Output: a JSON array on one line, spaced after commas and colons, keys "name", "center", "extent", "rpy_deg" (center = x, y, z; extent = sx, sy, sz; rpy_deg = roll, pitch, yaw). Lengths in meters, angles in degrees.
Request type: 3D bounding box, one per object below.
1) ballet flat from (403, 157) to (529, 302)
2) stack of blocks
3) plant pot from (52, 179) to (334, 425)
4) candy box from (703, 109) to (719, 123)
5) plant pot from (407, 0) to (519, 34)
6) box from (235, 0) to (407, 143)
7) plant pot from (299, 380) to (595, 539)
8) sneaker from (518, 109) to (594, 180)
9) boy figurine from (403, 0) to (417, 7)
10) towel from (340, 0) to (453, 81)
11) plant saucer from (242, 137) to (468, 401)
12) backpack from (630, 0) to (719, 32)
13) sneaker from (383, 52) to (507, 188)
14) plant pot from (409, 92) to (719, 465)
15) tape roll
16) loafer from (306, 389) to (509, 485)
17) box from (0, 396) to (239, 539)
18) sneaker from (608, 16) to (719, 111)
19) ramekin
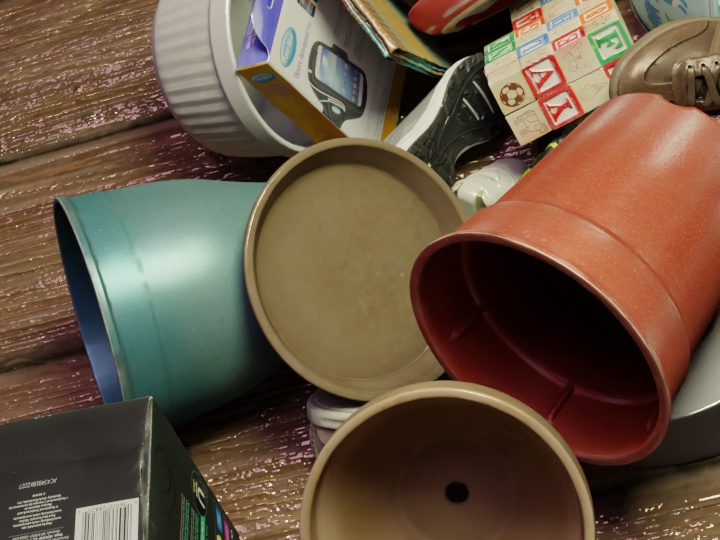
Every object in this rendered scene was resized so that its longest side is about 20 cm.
[{"name": "ballet flat", "center": [0.084, -0.031, 1.309], "extent": [0.069, 0.070, 0.200], "rpy_deg": [19, 60, 29]}, {"name": "stack of blocks", "center": [0.166, -0.186, 1.349], "extent": [0.115, 0.059, 0.200], "rpy_deg": [-27, 20, 14]}, {"name": "plant pot", "center": [-0.124, 0.016, 1.267], "extent": [0.187, 0.201, 0.200], "rpy_deg": [-16, 47, -16]}, {"name": "candy box", "center": [0.321, -0.103, 1.253], "extent": [0.199, 0.057, 0.117], "rpy_deg": [-9, 22, -2]}, {"name": "plant pot", "center": [0.090, -0.318, 1.398], "extent": [0.200, 0.200, 0.183], "rpy_deg": [-29, 90, -7]}, {"name": "box", "center": [-0.035, -0.181, 1.369], "extent": [0.041, 0.200, 0.120], "rpy_deg": [-9, 57, 37]}, {"name": "plant pot", "center": [0.063, 0.167, 1.111], "extent": [0.200, 0.202, 0.093], "rpy_deg": [-8, 10, 12]}, {"name": "sneaker", "center": [0.189, -0.095, 1.336], "extent": [0.076, 0.075, 0.200], "rpy_deg": [36, 54, -4]}, {"name": "boy figurine", "center": [0.114, -0.319, 1.532], "extent": [0.200, 0.065, 0.124], "rpy_deg": [-38, 51, -12]}, {"name": "towel", "center": [0.013, -0.225, 1.384], "extent": [0.022, 0.200, 0.147], "rpy_deg": [-41, 78, 14]}, {"name": "plant saucer", "center": [0.000, 0.000, 1.216], "extent": [0.200, 0.200, 0.029], "rpy_deg": [-53, 14, -24]}, {"name": "backpack", "center": [0.301, -0.265, 1.351], "extent": [0.146, 0.184, 0.200], "rpy_deg": [-27, 43, -5]}, {"name": "sneaker", "center": [0.060, -0.116, 1.383], "extent": [0.079, 0.074, 0.200], "rpy_deg": [-8, 35, 50]}, {"name": "plant pot", "center": [0.170, -0.007, 1.105], "extent": [0.200, 0.201, 0.195], "rpy_deg": [22, 54, 31]}, {"name": "tape roll", "center": [0.218, 0.046, 1.204], "extent": [0.199, 0.066, 0.201], "rpy_deg": [-9, 50, 12]}, {"name": "loafer", "center": [0.056, 0.130, 1.202], "extent": [0.199, 0.063, 0.072], "rpy_deg": [6, 21, 19]}, {"name": "box", "center": [-0.179, 0.202, 1.117], "extent": [0.148, 0.200, 0.125], "rpy_deg": [-10, 51, 9]}, {"name": "sneaker", "center": [0.289, -0.158, 1.234], "extent": [0.199, 0.071, 0.076], "rpy_deg": [-18, 28, -16]}, {"name": "ramekin", "center": [-0.093, -0.194, 1.413], "extent": [0.105, 0.200, 0.201], "rpy_deg": [-6, 49, 35]}]
